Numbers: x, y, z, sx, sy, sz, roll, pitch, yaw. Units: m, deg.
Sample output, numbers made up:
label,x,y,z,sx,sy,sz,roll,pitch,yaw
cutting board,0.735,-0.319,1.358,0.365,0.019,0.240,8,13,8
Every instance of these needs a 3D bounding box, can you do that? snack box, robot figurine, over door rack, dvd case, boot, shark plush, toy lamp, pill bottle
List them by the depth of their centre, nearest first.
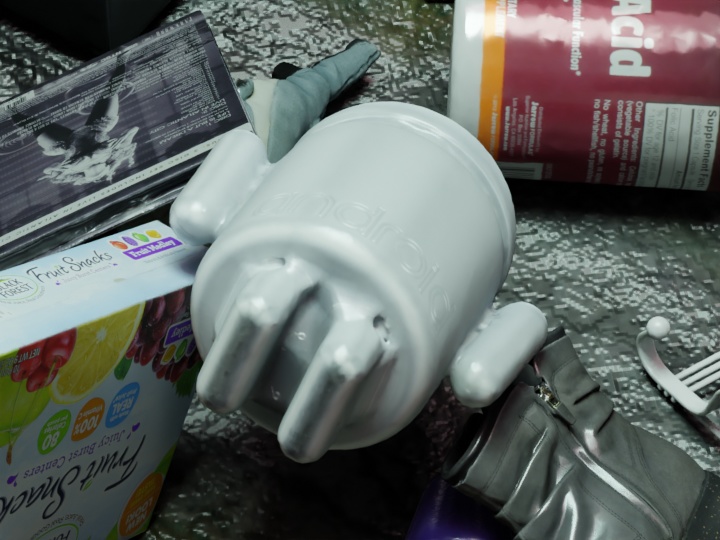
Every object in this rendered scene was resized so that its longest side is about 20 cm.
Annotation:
label,x,y,z,sx,sy,sz,roll,pitch,yaw
snack box,-0.140,0.067,1.239,0.053,0.143,0.200,30,23,20
toy lamp,0.040,0.176,1.261,0.058,0.058,0.201,3,49,1
robot figurine,0.000,0.000,1.262,0.169,0.113,0.200,33,37,2
boot,0.084,0.125,1.262,0.132,0.070,0.200,40,38,-11
over door rack,0.245,0.061,1.359,0.147,0.067,0.200,-25,55,-21
dvd case,-0.128,-0.061,1.400,0.148,0.016,0.200,-25,24,0
pill bottle,0.144,-0.099,1.460,0.199,0.114,0.115,3,49,1
shark plush,-0.051,-0.046,1.465,0.083,0.091,0.200,39,39,-2

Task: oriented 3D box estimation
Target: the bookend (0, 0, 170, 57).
label,x,y,z,sx,sy,sz,roll,pitch,yaw
bookend,-0.196,-0.162,1.518,0.199,0.092,0.199,27,55,18
